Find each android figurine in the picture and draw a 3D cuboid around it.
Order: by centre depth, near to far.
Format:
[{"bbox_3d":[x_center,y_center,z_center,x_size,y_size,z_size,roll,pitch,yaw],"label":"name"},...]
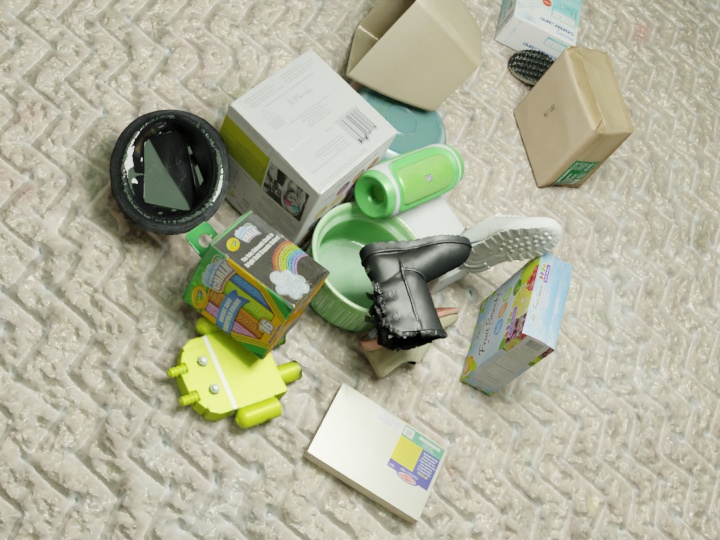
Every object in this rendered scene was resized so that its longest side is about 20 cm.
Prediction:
[{"bbox_3d":[-0.188,0.147,1.577,0.199,0.041,0.183,-13,70,-32],"label":"android figurine"}]

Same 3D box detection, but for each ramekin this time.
[{"bbox_3d":[0.000,0.000,1.710,0.199,0.098,0.201,11,59,-19],"label":"ramekin"}]

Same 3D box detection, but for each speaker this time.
[{"bbox_3d":[0.082,-0.147,1.728,0.200,0.088,0.089,-26,76,-43],"label":"speaker"}]

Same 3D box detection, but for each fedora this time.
[{"bbox_3d":[-0.292,-0.143,1.644,0.200,0.092,0.201,2,76,-7],"label":"fedora"}]

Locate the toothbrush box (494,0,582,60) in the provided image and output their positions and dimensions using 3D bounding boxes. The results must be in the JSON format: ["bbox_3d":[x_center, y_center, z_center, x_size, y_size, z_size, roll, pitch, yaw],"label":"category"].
[{"bbox_3d":[0.372,-0.536,2.194,0.146,0.085,0.201,24,57,-12],"label":"toothbrush box"}]

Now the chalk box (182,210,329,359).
[{"bbox_3d":[-0.173,0.007,1.573,0.200,0.124,0.125,37,36,5],"label":"chalk box"}]

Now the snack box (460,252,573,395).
[{"bbox_3d":[0.251,0.087,1.717,0.068,0.200,0.169,27,54,-9],"label":"snack box"}]

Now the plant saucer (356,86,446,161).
[{"bbox_3d":[0.072,-0.267,1.938,0.199,0.027,0.201,12,58,-20],"label":"plant saucer"}]

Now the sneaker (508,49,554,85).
[{"bbox_3d":[0.390,-0.375,2.129,0.199,0.093,0.071,19,73,17],"label":"sneaker"}]

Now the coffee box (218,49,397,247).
[{"bbox_3d":[-0.099,-0.185,1.703,0.200,0.198,0.200,44,54,7],"label":"coffee box"}]

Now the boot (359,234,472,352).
[{"bbox_3d":[0.096,0.033,1.632,0.197,0.073,0.163,-5,64,-20],"label":"boot"}]

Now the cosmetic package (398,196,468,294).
[{"bbox_3d":[0.103,-0.065,1.808,0.113,0.081,0.200,-24,76,-33],"label":"cosmetic package"}]

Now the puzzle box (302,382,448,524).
[{"bbox_3d":[0.025,0.277,1.612,0.200,0.025,0.133,34,54,-5],"label":"puzzle box"}]

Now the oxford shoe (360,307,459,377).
[{"bbox_3d":[0.086,0.111,1.721,0.200,0.071,0.074,-21,99,-33],"label":"oxford shoe"}]

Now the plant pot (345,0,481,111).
[{"bbox_3d":[0.111,-0.411,1.923,0.177,0.200,0.200,34,34,-20],"label":"plant pot"}]

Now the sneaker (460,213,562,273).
[{"bbox_3d":[0.234,-0.060,1.702,0.076,0.200,0.081,48,48,-30],"label":"sneaker"}]

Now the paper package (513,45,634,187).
[{"bbox_3d":[0.396,-0.281,1.991,0.103,0.200,0.191,0,62,-25],"label":"paper package"}]
